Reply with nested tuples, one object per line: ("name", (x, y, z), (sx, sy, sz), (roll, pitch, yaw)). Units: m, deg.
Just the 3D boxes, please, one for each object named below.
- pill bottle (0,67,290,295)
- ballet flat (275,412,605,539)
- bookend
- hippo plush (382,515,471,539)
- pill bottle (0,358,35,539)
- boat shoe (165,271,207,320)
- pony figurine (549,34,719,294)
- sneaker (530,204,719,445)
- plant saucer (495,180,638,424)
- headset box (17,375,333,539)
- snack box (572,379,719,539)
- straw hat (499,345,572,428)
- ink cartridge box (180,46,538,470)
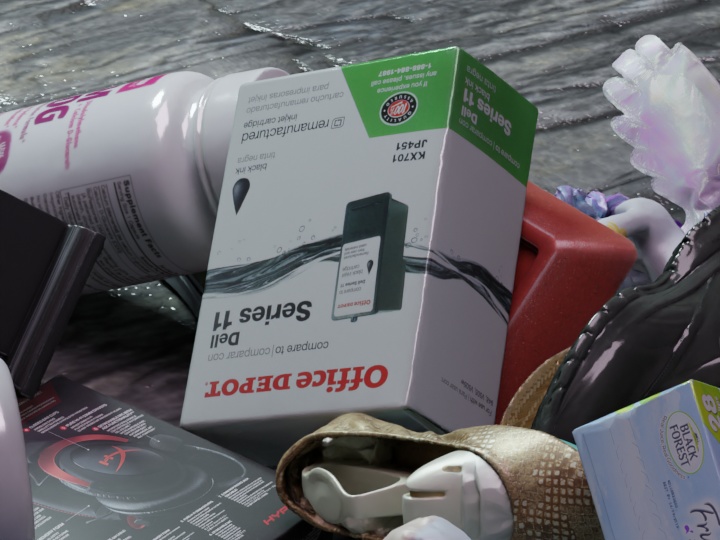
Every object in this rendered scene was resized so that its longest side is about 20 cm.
("pill bottle", (-0.126, -0.050, 1.662), (0.200, 0.114, 0.113), (-11, 21, 27))
("ballet flat", (0.032, 0.105, 1.337), (0.065, 0.071, 0.200), (-15, 9, -37))
("bookend", (-0.262, -0.018, 1.512), (0.198, 0.092, 0.200), (27, -10, -21))
("hippo plush", (0.079, 0.178, 1.284), (0.161, 0.160, 0.200), (-9, -6, -45))
("pill bottle", (-0.250, 0.103, 1.300), (0.200, 0.113, 0.112), (-8, 30, -13))
("boat shoe", (-0.071, -0.005, 1.711), (0.072, 0.062, 0.200), (-17, 35, -33))
("pony figurine", (0.160, -0.014, 1.623), (0.193, 0.167, 0.200), (43, 30, 20))
("sneaker", (0.160, 0.045, 1.440), (0.091, 0.076, 0.200), (40, 57, 15))
("plant saucer", (0.020, 0.026, 1.551), (0.200, 0.200, 0.037), (33, 0, 41))
("headset box", (-0.135, 0.134, 1.434), (0.200, 0.075, 0.149), (21, 32, 28))
("snack box", (0.186, 0.148, 1.284), (0.068, 0.169, 0.200), (-26, -22, 27))
("straw hat", (0.150, 0.129, 1.464), (0.201, 0.085, 0.201), (4, 45, -4))
("ink cartridge box", (0.000, 0.000, 1.497), (0.146, 0.083, 0.200), (-8, 63, 34))
